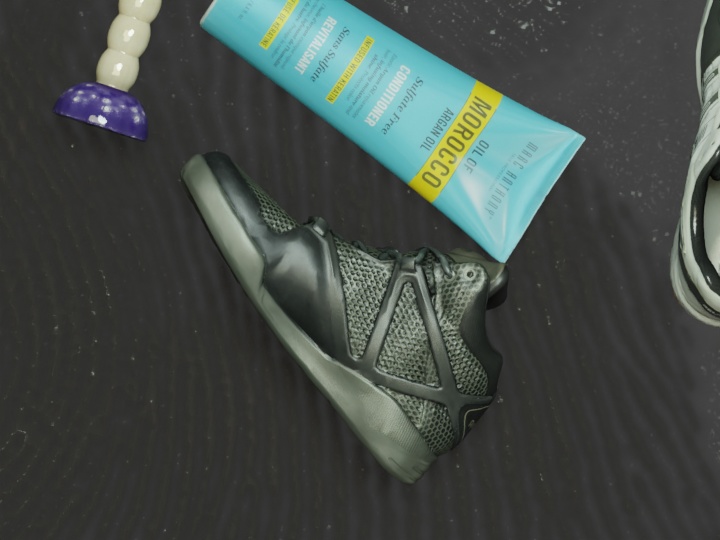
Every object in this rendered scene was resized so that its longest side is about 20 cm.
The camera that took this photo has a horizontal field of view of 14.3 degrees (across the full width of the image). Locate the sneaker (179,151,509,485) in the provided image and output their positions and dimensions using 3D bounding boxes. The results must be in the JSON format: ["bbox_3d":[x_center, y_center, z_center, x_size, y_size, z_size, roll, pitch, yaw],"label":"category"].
[{"bbox_3d":[0.000,0.000,1.466,0.114,0.076,0.200,-41,92,-2],"label":"sneaker"}]

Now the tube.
[{"bbox_3d":[0.013,-0.091,1.484,0.200,0.050,0.078,34,97,-4],"label":"tube"}]

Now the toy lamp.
[{"bbox_3d":[-0.102,-0.168,1.479,0.058,0.058,0.201,17,91,1],"label":"toy lamp"}]

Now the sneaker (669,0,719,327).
[{"bbox_3d":[0.204,-0.070,1.456,0.075,0.088,0.201,6,88,3],"label":"sneaker"}]
